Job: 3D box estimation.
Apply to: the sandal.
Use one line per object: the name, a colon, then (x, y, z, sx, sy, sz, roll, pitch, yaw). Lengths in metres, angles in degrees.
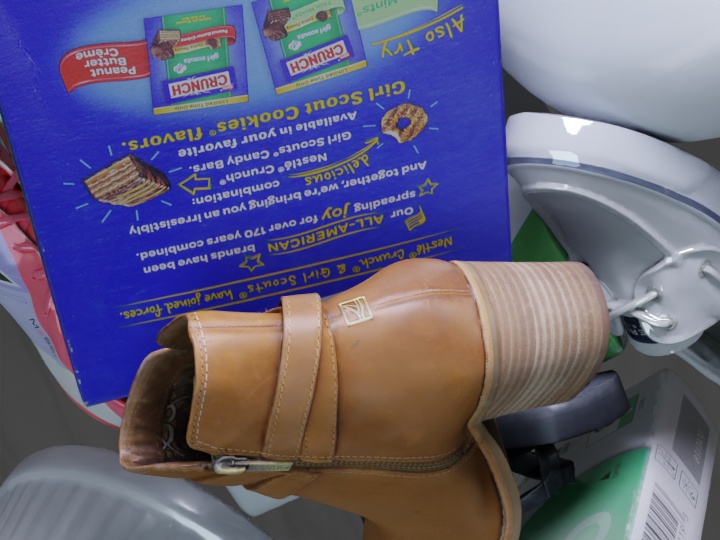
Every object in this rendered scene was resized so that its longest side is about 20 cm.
sandal: (0.061, 0.086, 0.835, 0.043, 0.075, 0.200, 68, 156, 10)

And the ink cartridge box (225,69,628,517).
ink cartridge box: (0.000, 0.000, 0.841, 0.199, 0.083, 0.147, -27, 106, 25)

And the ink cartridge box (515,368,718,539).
ink cartridge box: (0.060, 0.140, 0.849, 0.199, 0.161, 0.050, -32, 104, 27)

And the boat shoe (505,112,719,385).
boat shoe: (0.122, 0.001, 0.759, 0.199, 0.066, 0.073, 28, 164, -39)

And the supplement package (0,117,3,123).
supplement package: (-0.140, -0.160, 0.761, 0.199, 0.156, 0.111, 33, 119, -2)

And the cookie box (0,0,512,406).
cookie box: (-0.040, -0.061, 0.670, 0.169, 0.076, 0.201, -13, 133, -7)

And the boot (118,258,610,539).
boot: (-0.011, 0.069, 0.698, 0.154, 0.077, 0.200, -6, 151, -23)

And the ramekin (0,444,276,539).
ramekin: (-0.108, 0.185, 0.915, 0.201, 0.095, 0.203, 22, 143, 17)

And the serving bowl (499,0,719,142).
serving bowl: (0.101, -0.149, 0.696, 0.199, 0.066, 0.202, -1, 89, 39)

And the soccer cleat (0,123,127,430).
soccer cleat: (-0.148, -0.008, 0.877, 0.201, 0.067, 0.076, 54, 157, -18)
